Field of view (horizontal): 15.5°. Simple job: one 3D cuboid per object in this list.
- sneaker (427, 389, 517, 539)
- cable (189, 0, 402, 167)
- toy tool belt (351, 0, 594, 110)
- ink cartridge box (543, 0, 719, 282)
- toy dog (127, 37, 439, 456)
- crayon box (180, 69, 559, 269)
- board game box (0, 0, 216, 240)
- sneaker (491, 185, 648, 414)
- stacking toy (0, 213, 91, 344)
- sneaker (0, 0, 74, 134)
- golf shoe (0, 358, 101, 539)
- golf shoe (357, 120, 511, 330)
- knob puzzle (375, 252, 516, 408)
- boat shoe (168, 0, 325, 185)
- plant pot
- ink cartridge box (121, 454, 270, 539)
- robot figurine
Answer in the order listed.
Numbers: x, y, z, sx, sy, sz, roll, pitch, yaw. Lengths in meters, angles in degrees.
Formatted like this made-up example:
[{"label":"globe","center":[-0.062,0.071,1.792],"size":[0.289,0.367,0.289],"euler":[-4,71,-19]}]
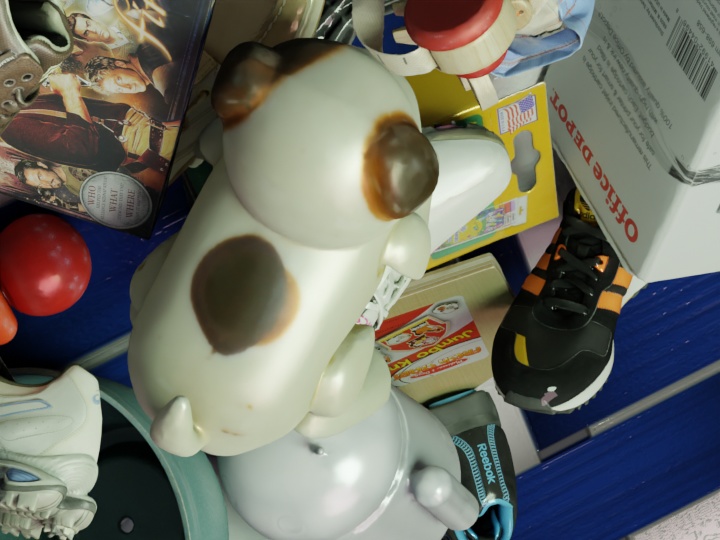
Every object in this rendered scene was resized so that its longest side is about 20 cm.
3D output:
[{"label":"sneaker","center":[0.060,0.155,1.715],"size":[0.073,0.082,0.200],"euler":[-17,155,-10]},{"label":"cable","center":[-0.020,-0.118,1.368],"size":[0.200,0.097,0.050],"euler":[-54,172,4]},{"label":"toy tool belt","center":[0.066,-0.144,1.253],"size":[0.124,0.201,0.123],"euler":[-14,138,19]},{"label":"ink cartridge box","center":[0.182,-0.114,1.416],"size":[0.083,0.145,0.201],"euler":[-7,140,-26]},{"label":"toy dog","center":[-0.040,-0.023,1.247],"size":[0.194,0.139,0.201],"euler":[-34,155,-51]},{"label":"crayon box","center":[0.007,-0.046,1.468],"size":[0.199,0.052,0.126],"euler":[-22,144,-7]},{"label":"board game box","center":[-0.140,-0.114,1.240],"size":[0.135,0.035,0.201],"euler":[17,133,-1]},{"label":"sneaker","center":[0.126,-0.006,1.522],"size":[0.200,0.070,0.090],"euler":[-53,149,-43]},{"label":"stacking toy","center":[-0.234,0.031,1.393],"size":[0.199,0.086,0.086],"euler":[-31,145,-6]},{"label":"sneaker","center":[-0.171,-0.090,1.194],"size":[0.075,0.071,0.201],"euler":[19,132,4]},{"label":"golf shoe","center":[-0.225,0.087,1.440],"size":[0.199,0.098,0.078],"euler":[5,160,23]},{"label":"golf shoe","center":[0.000,0.000,1.400],"size":[0.199,0.092,0.073],"euler":[-32,144,5]},{"label":"knob puzzle","center":[0.012,0.048,1.602],"size":[0.218,0.031,0.220],"euler":[-14,156,-6]},{"label":"boat shoe","center":[-0.097,-0.097,1.316],"size":[0.069,0.074,0.200],"euler":[12,131,-47]},{"label":"plant pot","center":[-0.156,0.150,1.511],"size":[0.200,0.201,0.134],"euler":[-42,167,19]},{"label":"ink cartridge box","center":[-0.107,0.232,1.662],"size":[0.083,0.146,0.200],"euler":[7,133,-41]},{"label":"robot figurine","center":[-0.013,0.114,1.551],"size":[0.200,0.169,0.114],"euler":[38,67,-62]}]
